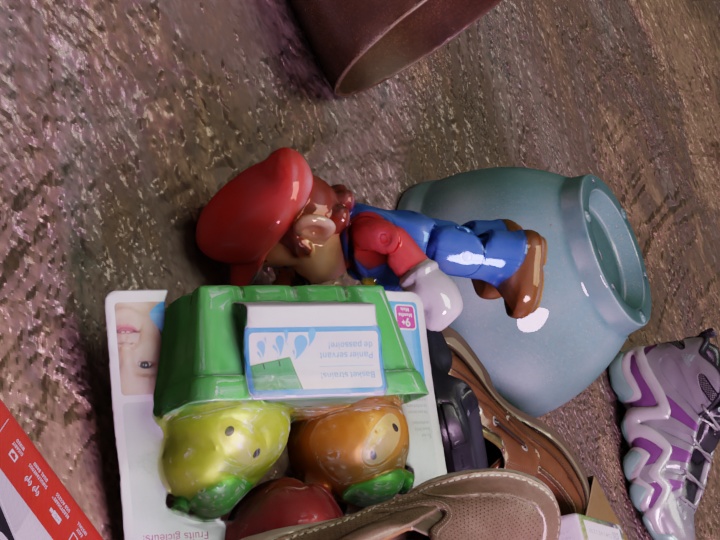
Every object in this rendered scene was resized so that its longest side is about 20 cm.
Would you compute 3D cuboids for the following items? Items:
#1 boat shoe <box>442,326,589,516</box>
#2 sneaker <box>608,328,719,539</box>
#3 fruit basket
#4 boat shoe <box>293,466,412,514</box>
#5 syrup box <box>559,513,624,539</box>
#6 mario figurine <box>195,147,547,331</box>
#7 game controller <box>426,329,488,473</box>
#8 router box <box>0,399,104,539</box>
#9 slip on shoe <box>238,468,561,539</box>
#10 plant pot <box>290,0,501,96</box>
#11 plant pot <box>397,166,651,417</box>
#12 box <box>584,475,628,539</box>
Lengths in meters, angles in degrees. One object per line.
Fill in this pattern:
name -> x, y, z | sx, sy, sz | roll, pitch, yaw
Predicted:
boat shoe -> 0.082, 0.124, 1.175 | 0.200, 0.072, 0.068 | 44, 37, -26
sneaker -> 0.300, 0.141, 1.515 | 0.078, 0.140, 0.201 | 33, 42, -53
fruit basket -> -0.031, 0.105, 0.857 | 0.185, 0.094, 0.201 | 1, 69, -29
boat shoe -> 0.001, 0.124, 0.991 | 0.066, 0.072, 0.201 | 51, 24, -23
syrup box -> 0.151, 0.273, 1.169 | 0.079, 0.081, 0.201 | 24, 50, -55
mario figurine -> 0.000, 0.000, 1.013 | 0.199, 0.123, 0.106 | 10, 63, -14
game controller -> 0.051, 0.117, 1.059 | 0.200, 0.042, 0.104 | 79, -13, -45
router box -> -0.175, 0.121, 0.652 | 0.200, 0.049, 0.180 | 58, 26, -22
slip on shoe -> 0.026, 0.139, 0.820 | 0.200, 0.061, 0.076 | -3, 93, -36
plant pot -> 0.003, -0.257, 1.212 | 0.200, 0.187, 0.187 | 55, 24, 5
plant pot -> 0.132, 0.006, 1.286 | 0.200, 0.134, 0.201 | 45, 33, -41
box -> 0.206, 0.284, 1.346 | 0.200, 0.021, 0.164 | 61, 25, -17
